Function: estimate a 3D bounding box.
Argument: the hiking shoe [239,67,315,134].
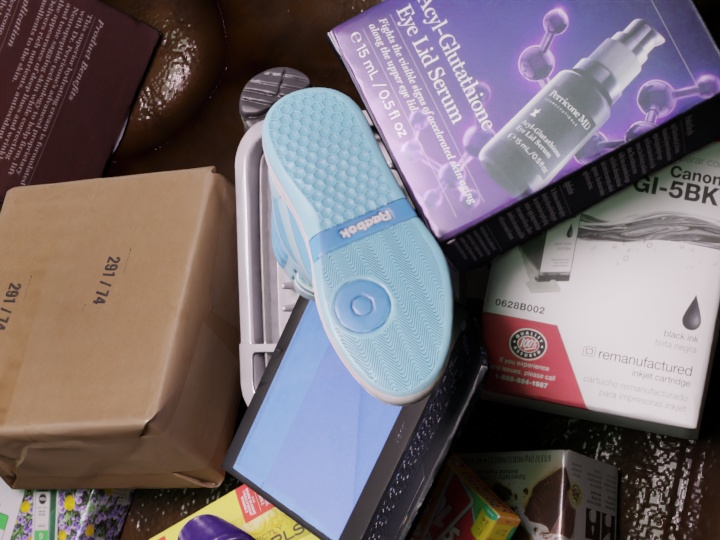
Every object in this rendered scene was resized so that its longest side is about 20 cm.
[{"bbox_3d":[-0.026,-0.041,1.533,0.075,0.101,0.202,-20,91,-6],"label":"hiking shoe"}]

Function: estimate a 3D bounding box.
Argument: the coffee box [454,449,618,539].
[{"bbox_3d":[0.093,0.218,1.388,0.112,0.080,0.202,-5,75,31],"label":"coffee box"}]

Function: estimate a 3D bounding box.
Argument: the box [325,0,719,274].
[{"bbox_3d":[0.104,-0.113,1.310,0.199,0.104,0.149,-29,76,5],"label":"box"}]

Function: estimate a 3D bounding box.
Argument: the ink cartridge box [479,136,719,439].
[{"bbox_3d":[0.156,-0.009,1.380,0.145,0.083,0.202,10,83,10],"label":"ink cartridge box"}]

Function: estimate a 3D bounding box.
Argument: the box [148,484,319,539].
[{"bbox_3d":[-0.056,0.177,1.504,0.199,0.050,0.076,-31,65,21],"label":"box"}]

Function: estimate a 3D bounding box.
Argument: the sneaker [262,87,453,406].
[{"bbox_3d":[0.001,0.006,1.291,0.079,0.131,0.201,-15,63,-8],"label":"sneaker"}]

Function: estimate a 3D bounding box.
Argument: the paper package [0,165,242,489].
[{"bbox_3d":[-0.173,0.042,1.545,0.189,0.104,0.202,-4,60,27],"label":"paper package"}]

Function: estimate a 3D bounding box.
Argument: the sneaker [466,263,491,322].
[{"bbox_3d":[0.069,-0.038,1.470,0.088,0.075,0.201,-33,67,12],"label":"sneaker"}]

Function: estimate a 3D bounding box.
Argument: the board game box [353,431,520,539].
[{"bbox_3d":[0.019,0.209,1.377,0.095,0.030,0.201,42,112,45],"label":"board game box"}]

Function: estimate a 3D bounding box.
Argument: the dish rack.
[{"bbox_3d":[0.000,0.000,1.431,0.170,0.043,0.202,-2,91,34],"label":"dish rack"}]

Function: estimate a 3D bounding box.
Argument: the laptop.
[{"bbox_3d":[-0.008,0.091,1.339,0.103,0.200,0.178,24,101,-5],"label":"laptop"}]

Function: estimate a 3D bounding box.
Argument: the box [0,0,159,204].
[{"bbox_3d":[-0.288,-0.150,1.632,0.163,0.200,0.167,23,89,33],"label":"box"}]

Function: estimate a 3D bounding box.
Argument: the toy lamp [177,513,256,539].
[{"bbox_3d":[-0.064,0.218,1.406,0.058,0.058,0.200,-57,35,7],"label":"toy lamp"}]

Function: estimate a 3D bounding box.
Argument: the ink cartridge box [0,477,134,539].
[{"bbox_3d":[-0.241,0.217,1.602,0.108,0.050,0.202,15,85,32],"label":"ink cartridge box"}]
